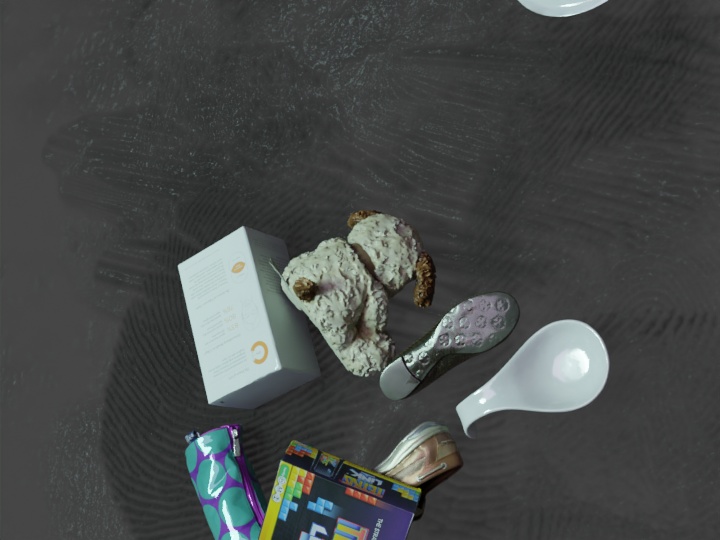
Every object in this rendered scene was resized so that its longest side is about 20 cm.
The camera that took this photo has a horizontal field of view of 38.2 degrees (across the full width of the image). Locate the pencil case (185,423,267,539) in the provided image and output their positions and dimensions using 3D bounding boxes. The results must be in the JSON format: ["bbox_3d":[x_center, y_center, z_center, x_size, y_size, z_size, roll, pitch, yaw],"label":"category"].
[{"bbox_3d":[-0.160,0.299,1.347,0.092,0.084,0.202,-45,60,34],"label":"pencil case"}]

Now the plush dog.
[{"bbox_3d":[0.000,0.000,1.281,0.171,0.161,0.200,-38,61,-8],"label":"plush dog"}]

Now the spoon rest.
[{"bbox_3d":[0.189,0.130,1.168,0.199,0.060,0.101,-33,65,24],"label":"spoon rest"}]

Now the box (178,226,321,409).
[{"bbox_3d":[-0.149,0.065,1.378,0.123,0.097,0.203,-27,67,25],"label":"box"}]

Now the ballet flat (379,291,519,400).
[{"bbox_3d":[0.107,0.091,1.242,0.199,0.046,0.068,-38,77,17],"label":"ballet flat"}]

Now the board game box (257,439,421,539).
[{"bbox_3d":[-0.036,0.321,1.206,0.163,0.057,0.203,19,111,8],"label":"board game box"}]

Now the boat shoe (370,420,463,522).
[{"bbox_3d":[0.042,0.266,1.230,0.200,0.075,0.072,-48,62,18],"label":"boat shoe"}]

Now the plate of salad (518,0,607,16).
[{"bbox_3d":[0.265,-0.388,1.229,0.198,0.048,0.203,-15,63,32],"label":"plate of salad"}]
